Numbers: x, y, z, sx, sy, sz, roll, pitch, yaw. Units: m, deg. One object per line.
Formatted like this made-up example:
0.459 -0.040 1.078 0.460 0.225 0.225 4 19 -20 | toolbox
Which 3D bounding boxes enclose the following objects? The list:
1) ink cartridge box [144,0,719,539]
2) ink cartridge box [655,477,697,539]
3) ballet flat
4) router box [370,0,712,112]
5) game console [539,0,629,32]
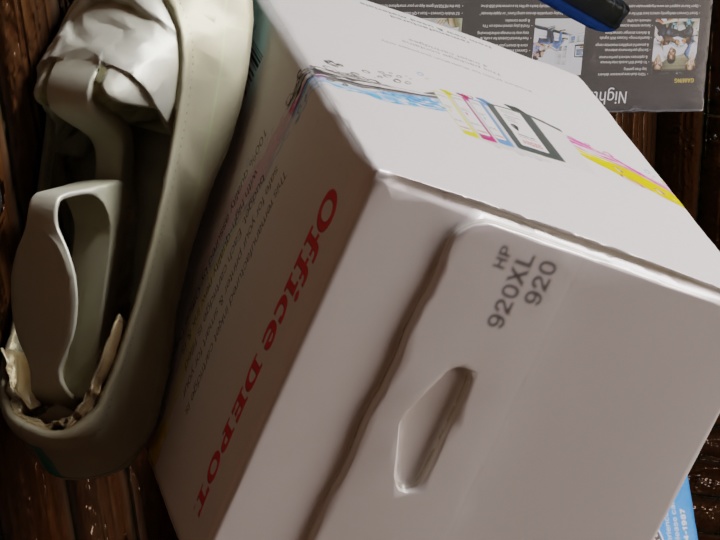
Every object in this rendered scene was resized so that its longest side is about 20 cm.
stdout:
0.015 0.013 0.969 0.148 0.144 0.200 -66 -158 18 | ink cartridge box
0.038 0.088 1.224 0.084 0.199 0.147 -22 -108 51 | ink cartridge box
-0.081 -0.033 0.940 0.069 0.069 0.201 44 53 -78 | ballet flat
0.072 -0.155 1.366 0.052 0.199 0.158 -147 -121 -63 | router box
0.034 -0.204 1.128 0.119 0.171 0.200 -54 146 11 | game console
